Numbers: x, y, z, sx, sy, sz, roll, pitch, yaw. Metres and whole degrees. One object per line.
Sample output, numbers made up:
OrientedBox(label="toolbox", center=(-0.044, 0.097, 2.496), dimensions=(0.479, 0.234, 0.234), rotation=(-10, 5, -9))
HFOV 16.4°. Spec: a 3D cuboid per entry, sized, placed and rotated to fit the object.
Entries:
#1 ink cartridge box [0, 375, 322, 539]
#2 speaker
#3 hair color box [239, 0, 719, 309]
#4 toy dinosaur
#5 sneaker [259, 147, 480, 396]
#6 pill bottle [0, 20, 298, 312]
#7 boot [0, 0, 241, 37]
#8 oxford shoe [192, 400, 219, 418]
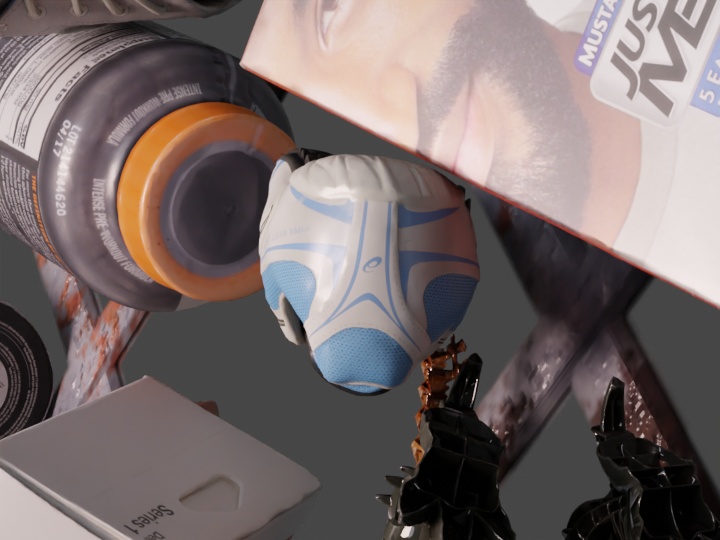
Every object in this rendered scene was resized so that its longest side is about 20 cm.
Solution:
OrientedBox(label="ink cartridge box", center=(-0.111, 0.148, 0.875), dimensions=(0.084, 0.146, 0.201), rotation=(32, 106, 12))
OrientedBox(label="speaker", center=(-0.220, 0.038, 1.181), dimensions=(0.200, 0.081, 0.082), rotation=(14, 89, 59))
OrientedBox(label="hair color box", center=(0.069, -0.070, 0.713), dimensions=(0.200, 0.064, 0.111), rotation=(28, 102, 37))
OrientedBox(label="toy dinosaur", center=(0.032, 0.101, 0.740), dimensions=(0.200, 0.102, 0.136), rotation=(60, 143, 31))
OrientedBox(label="sneaker", center=(0.000, 0.000, 0.791), dimensions=(0.200, 0.072, 0.073), rotation=(-55, -23, -88))
OrientedBox(label="pill bottle", center=(-0.093, -0.046, 0.989), dimensions=(0.200, 0.106, 0.107), rotation=(29, 101, 59))
OrientedBox(label="boot", center=(-0.111, -0.123, 0.934), dimensions=(0.095, 0.200, 0.074), rotation=(7, 110, 32))
OrientedBox(label="oxford shoe", center=(-0.110, 0.116, 1.002), dimensions=(0.200, 0.071, 0.074), rotation=(-41, 69, 42))
